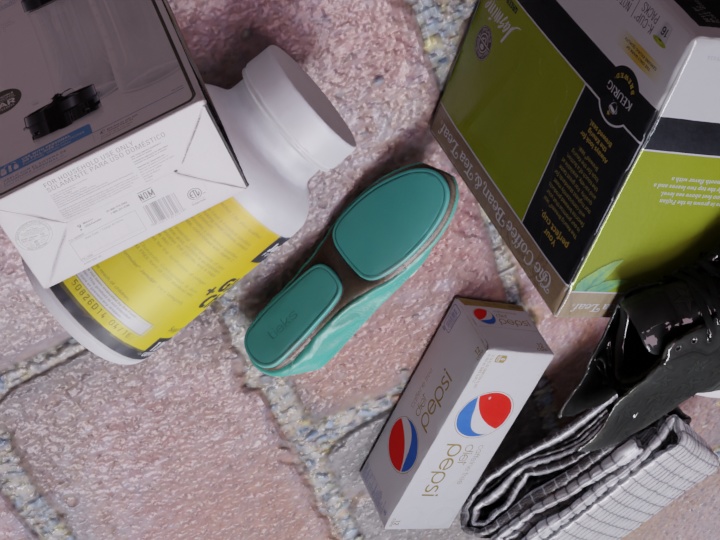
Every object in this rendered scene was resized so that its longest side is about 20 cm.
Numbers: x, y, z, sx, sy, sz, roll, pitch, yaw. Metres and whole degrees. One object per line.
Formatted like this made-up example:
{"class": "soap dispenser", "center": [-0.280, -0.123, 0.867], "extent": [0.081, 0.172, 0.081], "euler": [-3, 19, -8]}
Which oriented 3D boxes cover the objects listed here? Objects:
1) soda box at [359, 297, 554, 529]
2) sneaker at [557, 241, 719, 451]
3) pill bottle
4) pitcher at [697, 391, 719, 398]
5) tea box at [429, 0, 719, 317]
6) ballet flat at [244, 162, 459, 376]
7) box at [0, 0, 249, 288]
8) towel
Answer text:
{"class": "soda box", "center": [0.074, 0.118, 1.106], "extent": [0.068, 0.064, 0.201], "euler": [6, 127, -30]}
{"class": "sneaker", "center": [0.198, 0.024, 0.801], "extent": [0.104, 0.060, 0.200], "euler": [-3, 135, -31]}
{"class": "pill bottle", "center": [-0.103, -0.042, 0.841], "extent": [0.200, 0.112, 0.112], "euler": [-39, 135, 11]}
{"class": "pitcher", "center": [0.330, 0.003, 1.104], "extent": [0.199, 0.121, 0.172], "euler": [-21, 118, -22]}
{"class": "tea box", "center": [0.164, -0.106, 0.852], "extent": [0.133, 0.200, 0.197], "euler": [2, 129, -28]}
{"class": "ballet flat", "center": [0.000, 0.000, 0.975], "extent": [0.200, 0.067, 0.070], "euler": [-44, 158, 16]}
{"class": "box", "center": [-0.143, -0.096, 0.713], "extent": [0.116, 0.200, 0.060], "euler": [-25, 134, 0]}
{"class": "towel", "center": [0.196, 0.178, 1.177], "extent": [0.200, 0.086, 0.165], "euler": [-39, 153, 12]}
